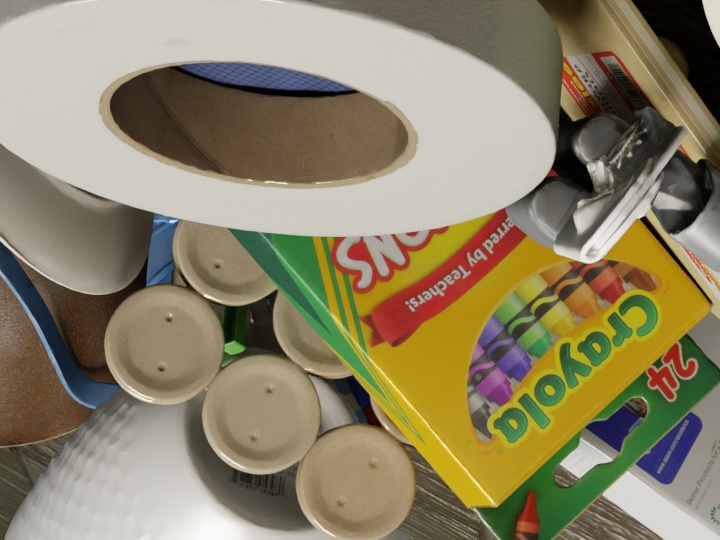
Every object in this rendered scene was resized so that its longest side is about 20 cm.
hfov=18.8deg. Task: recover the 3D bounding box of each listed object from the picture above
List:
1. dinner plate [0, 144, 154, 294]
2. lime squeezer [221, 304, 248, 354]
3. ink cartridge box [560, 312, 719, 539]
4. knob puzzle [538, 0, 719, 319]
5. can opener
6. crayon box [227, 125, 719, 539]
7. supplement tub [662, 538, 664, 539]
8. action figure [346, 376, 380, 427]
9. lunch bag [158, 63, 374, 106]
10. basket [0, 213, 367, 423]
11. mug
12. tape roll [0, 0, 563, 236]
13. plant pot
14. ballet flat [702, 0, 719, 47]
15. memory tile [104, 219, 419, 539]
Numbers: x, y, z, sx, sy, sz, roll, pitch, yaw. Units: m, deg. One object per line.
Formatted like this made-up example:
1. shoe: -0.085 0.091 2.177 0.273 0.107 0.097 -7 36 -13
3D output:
1. dinner plate: -0.139 -0.085 0.918 0.024 0.200 0.200 -26 125 20
2. lime squeezer: -0.067 -0.042 1.010 0.038 0.201 0.071 -29 150 30
3. ink cartridge box: 0.104 0.035 0.974 0.200 0.100 0.039 37 152 -3
4. knob puzzle: 0.125 -0.040 0.836 0.220 0.030 0.220 52 176 5
5. can opener: 0.094 -0.019 0.761 0.067 0.053 0.200 36 -179 -2
6. crayon box: 0.052 0.006 0.895 0.200 0.127 0.051 49 168 -1
7. supplement tub: 0.240 0.192 1.061 0.200 0.132 0.132 24 156 24
8. action figure: 0.005 0.018 0.995 0.065 0.052 0.200 -8 122 15
9. lunch bag: -0.059 -0.142 0.767 0.199 0.133 0.136 3 161 8
10. basket: -0.078 0.017 1.116 0.199 0.139 0.177 -5 145 11
11. mug: -0.050 0.128 1.007 0.200 0.148 0.175 28 142 -10
12. tape roll: -0.032 -0.063 0.725 0.202 0.037 0.203 6 161 2
13. plant pot: -0.204 -0.037 1.203 0.187 0.187 0.200 28 142 17
14. ballet flat: 0.157 -0.056 0.694 0.067 0.067 0.200 -18 110 50
15. memory tile: 0.000 0.000 0.921 0.153 0.200 0.017 35 168 -3
